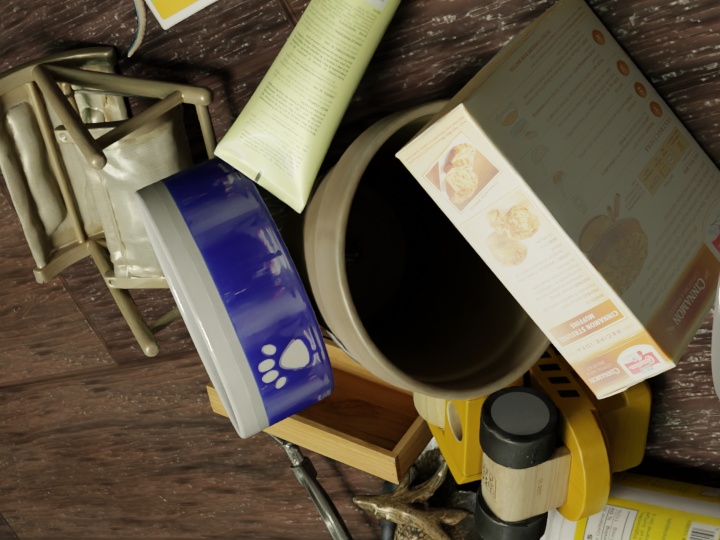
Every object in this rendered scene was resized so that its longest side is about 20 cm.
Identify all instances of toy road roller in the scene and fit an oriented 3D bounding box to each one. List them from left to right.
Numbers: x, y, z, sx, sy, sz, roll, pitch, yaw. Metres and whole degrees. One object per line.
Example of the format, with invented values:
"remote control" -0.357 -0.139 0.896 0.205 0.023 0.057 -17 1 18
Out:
"toy road roller" 0.135 0.105 1.009 0.201 0.144 0.124 -122 23 -47

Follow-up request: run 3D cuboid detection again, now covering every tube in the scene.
"tube" -0.025 -0.145 0.882 0.201 0.052 0.058 -60 39 15

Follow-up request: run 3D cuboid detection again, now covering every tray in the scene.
"tray" -0.027 0.113 1.146 0.198 0.099 0.037 18 136 28

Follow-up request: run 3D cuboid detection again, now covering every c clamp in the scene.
"c clamp" -0.021 0.249 1.250 0.202 0.027 0.171 62 170 -8

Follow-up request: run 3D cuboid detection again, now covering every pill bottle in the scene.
"pill bottle" 0.225 0.218 1.011 0.198 0.114 0.115 5 127 38

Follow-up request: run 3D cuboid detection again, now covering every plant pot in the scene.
"plant pot" 0.028 -0.013 0.940 0.201 0.200 0.173 58 154 -17

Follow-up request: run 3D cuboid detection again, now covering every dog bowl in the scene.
"dog bowl" -0.095 0.018 0.973 0.202 0.078 0.201 62 169 20

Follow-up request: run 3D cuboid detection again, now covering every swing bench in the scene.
"swing bench" -0.211 -0.070 1.122 0.199 0.129 0.201 27 140 40

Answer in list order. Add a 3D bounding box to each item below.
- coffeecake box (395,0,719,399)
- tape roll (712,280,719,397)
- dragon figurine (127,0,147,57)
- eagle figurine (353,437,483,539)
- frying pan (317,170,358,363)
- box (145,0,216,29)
"coffeecake box" 0.143 -0.050 0.818 0.200 0.154 0.073 49 141 -6
"tape roll" 0.255 -0.016 0.703 0.065 0.200 0.202 15 133 28
"dragon figurine" -0.219 -0.271 1.010 0.098 0.059 0.202 7 127 36
"eagle figurine" 0.064 0.237 1.180 0.200 0.149 0.153 49 -162 -61
"frying pan" -0.010 0.006 1.092 0.114 0.031 0.191 -23 104 48
"box" -0.069 -0.256 0.854 0.199 0.113 0.102 -16 113 45
